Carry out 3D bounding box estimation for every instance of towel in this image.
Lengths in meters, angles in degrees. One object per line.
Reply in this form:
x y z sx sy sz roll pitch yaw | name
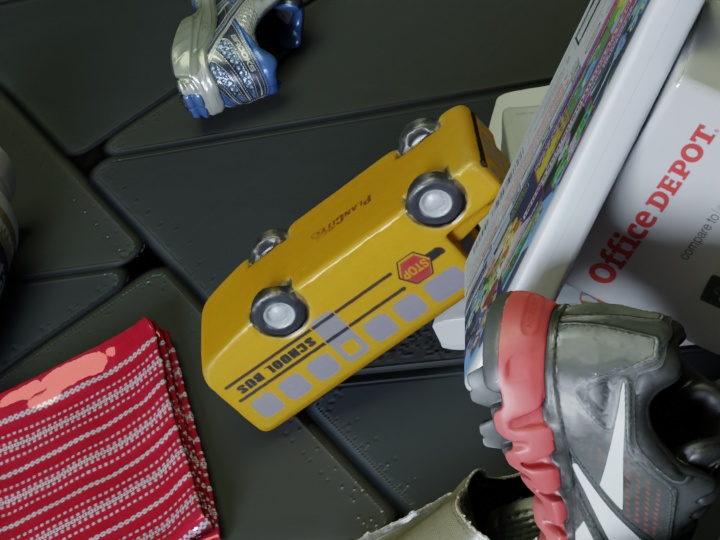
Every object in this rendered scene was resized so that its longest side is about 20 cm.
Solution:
-0.160 0.116 1.057 0.144 0.023 0.200 -27 36 2 | towel

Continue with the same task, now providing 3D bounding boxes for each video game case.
0.097 -0.058 0.841 0.182 0.023 0.200 -79 14 -73 | video game case

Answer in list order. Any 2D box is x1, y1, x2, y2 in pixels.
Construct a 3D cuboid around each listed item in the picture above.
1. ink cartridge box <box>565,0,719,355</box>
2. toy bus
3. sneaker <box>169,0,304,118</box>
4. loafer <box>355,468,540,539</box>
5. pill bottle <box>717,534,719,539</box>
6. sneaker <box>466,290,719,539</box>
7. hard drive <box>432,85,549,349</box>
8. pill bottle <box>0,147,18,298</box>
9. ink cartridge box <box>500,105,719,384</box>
0.204 -0.023 0.813 0.200 0.146 0.084 24 51 -2 | ink cartridge box
0.000 0.000 1.001 0.200 0.078 0.065 -35 30 19 | toy bus
-0.078 -0.187 1.343 0.085 0.077 0.200 -6 48 12 | sneaker
0.049 0.126 0.870 0.200 0.070 0.075 -23 36 6 | loafer
0.202 0.119 0.744 0.116 0.116 0.200 -1 44 32 | pill bottle
0.114 0.092 0.763 0.098 0.201 0.071 -6 35 20 | sneaker
0.124 -0.040 1.062 0.132 0.026 0.200 -7 40 25 | hard drive
-0.286 -0.004 1.206 0.111 0.111 0.200 -14 39 18 | pill bottle
0.164 -0.006 0.958 0.162 0.050 0.200 -5 54 -1 | ink cartridge box
